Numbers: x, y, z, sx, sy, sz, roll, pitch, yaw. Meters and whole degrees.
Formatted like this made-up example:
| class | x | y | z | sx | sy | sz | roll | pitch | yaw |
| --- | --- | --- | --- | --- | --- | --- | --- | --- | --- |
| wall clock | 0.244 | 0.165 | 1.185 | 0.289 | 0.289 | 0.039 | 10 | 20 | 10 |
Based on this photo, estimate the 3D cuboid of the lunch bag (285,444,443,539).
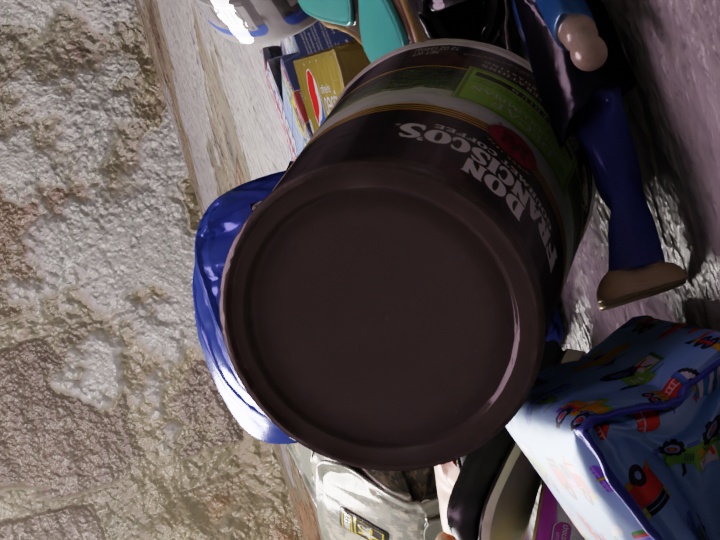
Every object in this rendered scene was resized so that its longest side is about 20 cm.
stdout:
| class | x | y | z | sx | sy | sz | roll | pitch | yaw |
| --- | --- | --- | --- | --- | --- | --- | --- | --- | --- |
| lunch bag | 0.012 | 0.146 | 1.961 | 0.164 | 0.117 | 0.200 | 89 | 157 | -58 |

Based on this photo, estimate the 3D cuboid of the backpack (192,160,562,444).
| class | x | y | z | sx | sy | sz | roll | pitch | yaw |
| --- | --- | --- | --- | --- | --- | --- | --- | --- | --- |
| backpack | 0.000 | 0.000 | 1.444 | 0.168 | 0.200 | 0.163 | 93 | 160 | -67 |

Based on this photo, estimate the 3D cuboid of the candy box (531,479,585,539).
| class | x | y | z | sx | sy | sz | roll | pitch | yaw |
| --- | --- | --- | --- | --- | --- | --- | --- | --- | --- |
| candy box | 0.113 | 0.206 | 1.296 | 0.136 | 0.061 | 0.200 | -73 | -11 | -53 |

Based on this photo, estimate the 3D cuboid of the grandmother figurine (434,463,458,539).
| class | x | y | z | sx | sy | sz | roll | pitch | yaw |
| --- | --- | --- | --- | --- | --- | --- | --- | --- | --- |
| grandmother figurine | 0.066 | 0.108 | 1.738 | 0.121 | 0.061 | 0.200 | 20 | 128 | 45 |

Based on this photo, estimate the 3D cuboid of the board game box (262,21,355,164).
| class | x | y | z | sx | sy | sz | roll | pitch | yaw |
| --- | --- | --- | --- | --- | --- | --- | --- | --- | --- |
| board game box | -0.029 | -0.113 | 1.909 | 0.200 | 0.062 | 0.200 | 90 | 162 | -60 |

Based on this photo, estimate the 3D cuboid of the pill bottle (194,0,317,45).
| class | x | y | z | sx | sy | sz | roll | pitch | yaw |
| --- | --- | --- | --- | --- | --- | --- | --- | --- | --- |
| pill bottle | -0.096 | -0.258 | 1.705 | 0.200 | 0.114 | 0.114 | 56 | -173 | -48 |

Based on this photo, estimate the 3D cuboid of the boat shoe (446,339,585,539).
| class | x | y | z | sx | sy | sz | roll | pitch | yaw |
| --- | --- | --- | --- | --- | --- | --- | --- | --- | --- |
| boat shoe | 0.072 | 0.093 | 1.316 | 0.201 | 0.063 | 0.074 | -57 | -22 | -63 |

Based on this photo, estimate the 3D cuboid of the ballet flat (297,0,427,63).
| class | x | y | z | sx | sy | sz | roll | pitch | yaw |
| --- | --- | --- | --- | --- | --- | --- | --- | --- | --- |
| ballet flat | 0.019 | -0.164 | 1.496 | 0.200 | 0.063 | 0.069 | -135 | 38 | -60 |

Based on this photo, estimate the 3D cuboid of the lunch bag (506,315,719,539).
| class | x | y | z | sx | sy | sz | roll | pitch | yaw |
| --- | --- | --- | --- | --- | --- | --- | --- | --- | --- |
| lunch bag | 0.153 | 0.131 | 1.117 | 0.200 | 0.094 | 0.151 | 65 | 170 | -8 |

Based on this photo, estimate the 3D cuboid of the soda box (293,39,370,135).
| class | x | y | z | sx | sy | sz | roll | pitch | yaw |
| --- | --- | --- | --- | --- | --- | --- | --- | --- | --- |
| soda box | 0.005 | -0.121 | 1.652 | 0.200 | 0.064 | 0.068 | -166 | 60 | -80 |

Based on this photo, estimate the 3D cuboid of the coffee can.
| class | x | y | z | sx | sy | sz | roll | pitch | yaw |
| --- | --- | --- | --- | --- | --- | --- | --- | --- | --- |
| coffee can | 0.028 | -0.013 | 1.172 | 0.200 | 0.146 | 0.147 | -61 | -40 | -66 |

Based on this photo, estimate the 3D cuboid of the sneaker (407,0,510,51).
| class | x | y | z | sx | sy | sz | roll | pitch | yaw |
| --- | --- | --- | --- | --- | --- | --- | --- | --- | --- |
| sneaker | 0.045 | -0.176 | 1.310 | 0.104 | 0.060 | 0.200 | -113 | 5 | -46 |

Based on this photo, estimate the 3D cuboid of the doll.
| class | x | y | z | sx | sy | sz | roll | pitch | yaw |
| --- | --- | --- | --- | --- | --- | --- | --- | --- | --- |
| doll | 0.100 | -0.085 | 1.126 | 0.136 | 0.048 | 0.200 | 39 | -147 | -83 |
